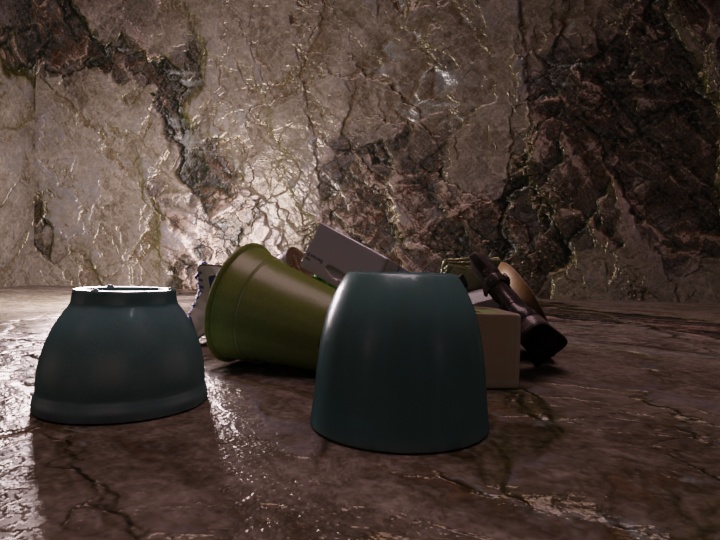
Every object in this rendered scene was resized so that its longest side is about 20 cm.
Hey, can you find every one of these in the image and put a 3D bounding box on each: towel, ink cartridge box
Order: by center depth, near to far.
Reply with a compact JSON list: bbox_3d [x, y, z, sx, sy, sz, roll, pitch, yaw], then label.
[{"bbox_3d":[0.000,0.000,0.948,0.144,0.086,0.200,28,1,18],"label":"ink cartridge box"},{"bbox_3d":[0.239,0.065,1.194,0.144,0.205,0.037,2,24,-7],"label":"towel"}]

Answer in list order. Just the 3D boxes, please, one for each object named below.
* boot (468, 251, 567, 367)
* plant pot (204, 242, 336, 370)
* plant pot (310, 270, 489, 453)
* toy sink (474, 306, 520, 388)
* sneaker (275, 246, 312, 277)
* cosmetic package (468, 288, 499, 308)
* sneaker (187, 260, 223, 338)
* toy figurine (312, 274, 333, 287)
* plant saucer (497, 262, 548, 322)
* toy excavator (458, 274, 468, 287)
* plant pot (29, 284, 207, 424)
[{"bbox_3d":[0.263,0.061,0.904,0.069,0.176,0.200,-37,-39,8],"label":"boot"},{"bbox_3d":[-0.116,0.078,0.859,0.186,0.206,0.199,16,6,21],"label":"plant pot"},{"bbox_3d":[0.044,0.083,0.581,0.194,0.166,0.201,1,2,0],"label":"plant pot"},{"bbox_3d":[0.125,0.107,0.804,0.194,0.116,0.130,1,0,-5],"label":"toy sink"},{"bbox_3d":[-0.132,0.070,1.009,0.111,0.205,0.070,-24,-12,35],"label":"sneaker"},{"bbox_3d":[0.242,0.102,1.069,0.082,0.111,0.200,-14,0,-2],"label":"cosmetic package"},{"bbox_3d":[-0.316,0.047,1.097,0.199,0.116,0.080,-45,11,-13],"label":"sneaker"},{"bbox_3d":[-0.159,0.083,1.307,0.180,0.154,0.199,-19,-7,18],"label":"toy figurine"},{"bbox_3d":[0.307,0.083,1.029,0.035,0.204,0.200,-27,1,-1],"label":"plant saucer"},{"bbox_3d":[0.088,0.097,0.951,0.192,0.102,0.198,-13,-10,-46],"label":"toy excavator"},{"bbox_3d":[-0.285,0.088,0.643,0.194,0.139,0.200,1,1,0],"label":"plant pot"}]
